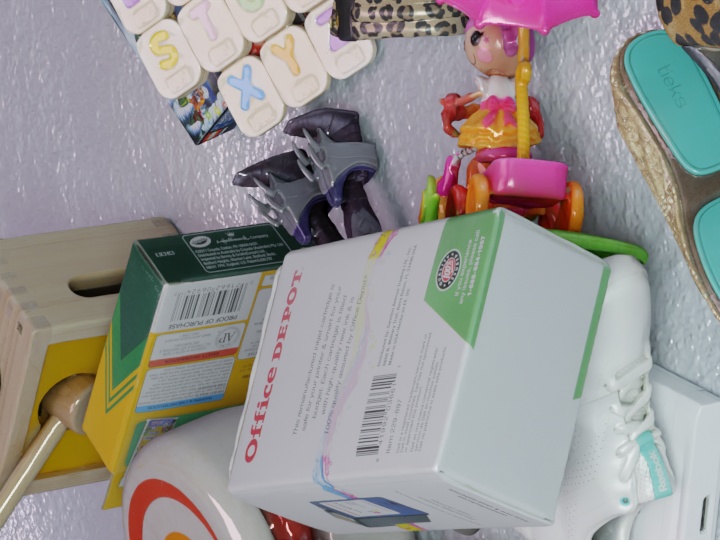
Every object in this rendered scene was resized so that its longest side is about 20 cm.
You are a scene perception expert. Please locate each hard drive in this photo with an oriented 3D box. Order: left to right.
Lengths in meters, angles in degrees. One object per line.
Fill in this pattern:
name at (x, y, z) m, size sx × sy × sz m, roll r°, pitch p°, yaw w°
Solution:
hard drive at (0.133, 0.105, 1.636) m, size 0.200 × 0.027 × 0.133 m, roll 28°, pitch 119°, yaw 51°

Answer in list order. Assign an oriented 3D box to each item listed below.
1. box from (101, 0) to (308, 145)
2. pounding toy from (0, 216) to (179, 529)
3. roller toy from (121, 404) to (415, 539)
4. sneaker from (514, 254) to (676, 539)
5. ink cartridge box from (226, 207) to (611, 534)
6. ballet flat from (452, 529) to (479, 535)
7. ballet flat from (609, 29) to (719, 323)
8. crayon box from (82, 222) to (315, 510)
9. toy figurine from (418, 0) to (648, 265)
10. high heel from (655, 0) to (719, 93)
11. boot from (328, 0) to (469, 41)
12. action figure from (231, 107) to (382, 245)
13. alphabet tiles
box at (-0.124, -0.202, 1.903) m, size 0.200 × 0.040 × 0.137 m, roll 56°, pitch 142°, yaw 10°
pounding toy at (-0.209, 0.088, 1.998) m, size 0.142 × 0.199 × 0.185 m, roll 50°, pitch 136°, yaw 38°
roller toy at (-0.053, 0.175, 1.834) m, size 0.200 × 0.139 × 0.183 m, roll 29°, pitch 131°, yaw 48°
sneaker at (0.140, 0.085, 1.543) m, size 0.088 × 0.075 × 0.201 m, roll 42°, pitch 139°, yaw 37°
ink cartridge box at (0.027, 0.058, 1.506) m, size 0.200 × 0.087 × 0.146 m, roll -10°, pitch 61°, yaw 53°
ballet flat at (0.064, 0.068, 1.603) m, size 0.046 × 0.067 × 0.200 m, roll -46°, pitch 23°, yaw 29°
ballet flat at (0.189, -0.034, 1.499) m, size 0.065 × 0.070 × 0.201 m, roll 89°, pitch 163°, yaw -67°
crayon box at (-0.110, 0.063, 1.907) m, size 0.052 × 0.125 × 0.201 m, roll 52°, pitch 137°, yaw 38°
toy figurine at (0.086, -0.096, 1.606) m, size 0.200 × 0.149 × 0.185 m, roll 146°, pitch 127°, yaw -80°
high heel at (0.210, -0.153, 1.413) m, size 0.143 × 0.071 × 0.200 m, roll 60°, pitch 151°, yaw 19°
boot at (-0.012, -0.217, 1.721) m, size 0.199 × 0.073 × 0.152 m, roll 3°, pitch 103°, yaw 35°
action figure at (0.000, 0.000, 1.780) m, size 0.130 × 0.069 × 0.201 m, roll -53°, pitch 57°, yaw 42°
alphabet tiles at (-0.077, -0.194, 1.819) m, size 0.200 × 0.015 × 0.196 m, roll -30°, pitch 84°, yaw 33°
